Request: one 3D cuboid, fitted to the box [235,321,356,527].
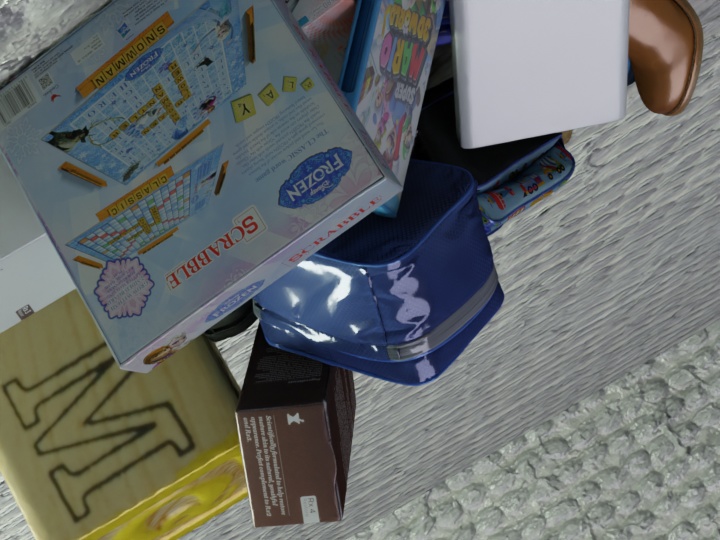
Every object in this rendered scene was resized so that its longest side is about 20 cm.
[{"bbox_3d":[-0.047,0.109,1.280,0.075,0.101,0.200,-6,-160,4],"label":"box"}]

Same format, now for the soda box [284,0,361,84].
[{"bbox_3d":[-0.021,-0.163,1.134,0.068,0.064,0.200,-34,162,8],"label":"soda box"}]

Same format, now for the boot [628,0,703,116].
[{"bbox_3d":[0.181,-0.194,1.250,0.155,0.077,0.201,-23,124,-23],"label":"boot"}]

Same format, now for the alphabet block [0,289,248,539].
[{"bbox_3d":[-0.201,0.121,1.377,0.196,0.201,0.195,-31,163,-2],"label":"alphabet block"}]

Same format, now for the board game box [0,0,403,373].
[{"bbox_3d":[-0.108,-0.075,0.995,0.200,0.200,0.041,-34,163,11],"label":"board game box"}]

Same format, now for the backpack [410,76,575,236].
[{"bbox_3d":[0.053,-0.073,1.368,0.200,0.135,0.182,-34,178,42],"label":"backpack"}]

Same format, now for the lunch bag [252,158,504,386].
[{"bbox_3d":[0.000,0.000,1.235,0.136,0.199,0.133,-42,130,-34],"label":"lunch bag"}]

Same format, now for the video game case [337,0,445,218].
[{"bbox_3d":[0.022,-0.147,1.103,0.143,0.018,0.201,31,71,-72],"label":"video game case"}]

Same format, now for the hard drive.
[{"bbox_3d":[0.131,-0.183,1.189,0.131,0.026,0.201,-11,135,-4],"label":"hard drive"}]

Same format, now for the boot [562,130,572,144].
[{"bbox_3d":[0.108,-0.085,1.578,0.199,0.066,0.175,-30,163,-11],"label":"boot"}]

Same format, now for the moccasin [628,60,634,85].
[{"bbox_3d":[0.252,-0.220,1.419,0.068,0.081,0.200,-17,162,-9],"label":"moccasin"}]

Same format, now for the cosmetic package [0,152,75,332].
[{"bbox_3d":[-0.224,-0.033,1.109,0.199,0.081,0.113,-30,163,-6],"label":"cosmetic package"}]

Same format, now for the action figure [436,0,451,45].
[{"bbox_3d":[0.109,-0.204,1.282,0.199,0.052,0.066,-29,159,-17],"label":"action figure"}]

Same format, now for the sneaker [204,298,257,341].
[{"bbox_3d":[-0.114,0.016,1.259,0.070,0.100,0.200,-22,-162,11],"label":"sneaker"}]
